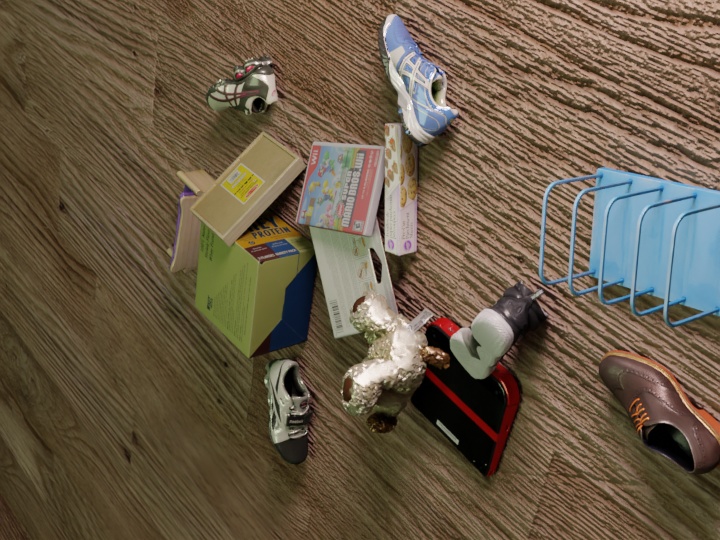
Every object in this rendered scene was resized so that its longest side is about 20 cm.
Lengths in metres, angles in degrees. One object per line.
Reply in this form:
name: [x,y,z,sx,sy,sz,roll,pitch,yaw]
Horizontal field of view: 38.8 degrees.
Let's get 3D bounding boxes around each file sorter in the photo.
file sorter: [0.321,-0.028,1.200,0.199,0.121,0.142,21,116,48]

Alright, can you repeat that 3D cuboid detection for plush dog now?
plush dog: [0.049,0.155,1.591,0.173,0.157,0.203,104,173,-60]

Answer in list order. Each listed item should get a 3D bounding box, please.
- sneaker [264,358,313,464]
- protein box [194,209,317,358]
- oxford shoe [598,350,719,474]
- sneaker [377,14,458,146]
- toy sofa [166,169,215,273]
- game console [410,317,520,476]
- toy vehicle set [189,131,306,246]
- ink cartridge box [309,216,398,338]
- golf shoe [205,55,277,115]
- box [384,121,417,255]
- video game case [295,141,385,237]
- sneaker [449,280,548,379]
sneaker: [-0.129,0.266,1.923,0.088,0.073,0.204,-13,90,55]
protein box: [-0.196,0.014,1.890,0.199,0.133,0.202,36,127,41]
oxford shoe: [0.357,0.169,1.247,0.200,0.072,0.072,42,131,39]
sneaker: [0.085,-0.287,1.499,0.076,0.075,0.203,-25,78,30]
toy sofa: [-0.357,-0.100,2.105,0.083,0.096,0.203,42,132,37]
game console: [0.157,0.189,1.563,0.200,0.031,0.179,42,135,39]
toy vehicle set: [-0.204,-0.148,1.832,0.124,0.200,0.027,38,172,41]
ink cartridge box: [0.000,0.000,1.703,0.172,0.043,0.204,-15,87,47]
golf shoe: [-0.221,-0.320,1.884,0.199,0.076,0.090,-20,91,54]
box: [0.063,-0.127,1.585,0.038,0.041,0.204,18,113,49]
video game case: [-0.032,-0.137,1.687,0.198,0.017,0.146,12,90,52]
sneaker: [0.197,0.082,1.422,0.076,0.113,0.200,51,161,9]
